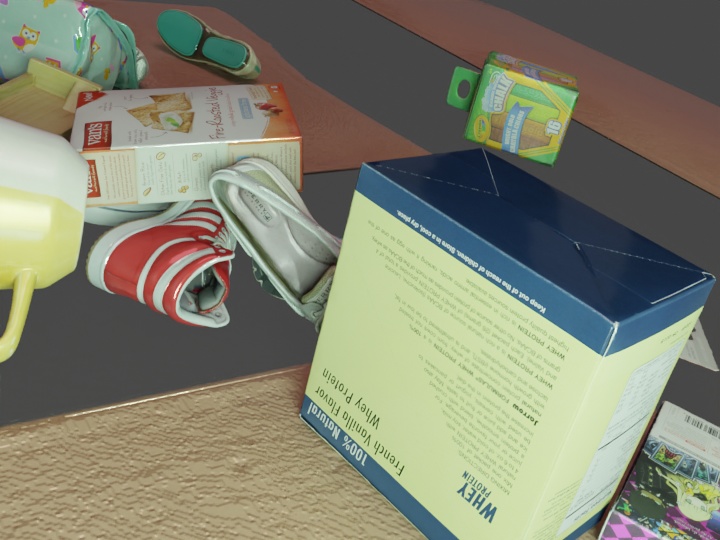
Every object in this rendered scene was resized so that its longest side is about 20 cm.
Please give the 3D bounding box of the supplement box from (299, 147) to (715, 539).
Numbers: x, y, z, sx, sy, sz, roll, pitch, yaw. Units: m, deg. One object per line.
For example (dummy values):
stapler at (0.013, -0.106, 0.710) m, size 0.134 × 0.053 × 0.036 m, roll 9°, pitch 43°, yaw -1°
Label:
supplement box at (0.085, 0.056, 0.561) m, size 0.133 × 0.204 × 0.199 m, roll -13°, pitch 38°, yaw -43°

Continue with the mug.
mug at (-0.286, -0.032, 0.624) m, size 0.150 × 0.192 × 0.149 m, roll 7°, pitch -1°, yaw -22°

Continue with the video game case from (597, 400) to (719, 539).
video game case at (0.288, 0.189, 0.606) m, size 0.197 × 0.037 × 0.180 m, roll 27°, pitch 29°, yaw 21°

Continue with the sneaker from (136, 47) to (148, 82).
sneaker at (-0.378, -0.287, 1.124) m, size 0.196 × 0.072 × 0.080 m, roll 15°, pitch 11°, yaw -9°

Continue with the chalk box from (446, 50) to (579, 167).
chalk box at (0.236, -0.267, 1.347) m, size 0.196 × 0.127 × 0.124 m, roll 17°, pitch 26°, yaw 5°

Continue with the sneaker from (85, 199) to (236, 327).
sneaker at (-0.127, -0.018, 0.731) m, size 0.111 × 0.073 × 0.199 m, roll 23°, pitch 35°, yaw 23°

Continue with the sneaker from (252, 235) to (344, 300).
sneaker at (0.000, 0.000, 0.770) m, size 0.196 × 0.079 × 0.080 m, roll 19°, pitch 18°, yaw 7°

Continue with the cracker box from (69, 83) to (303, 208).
cracker box at (-0.157, -0.118, 0.764) m, size 0.195 × 0.059 × 0.135 m, roll -6°, pitch 33°, yaw -12°

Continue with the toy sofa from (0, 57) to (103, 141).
toy sofa at (-0.320, -0.118, 0.777) m, size 0.081 × 0.099 × 0.201 m, roll 21°, pitch 27°, yaw -1°

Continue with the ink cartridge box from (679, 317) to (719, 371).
ink cartridge box at (0.245, 0.045, 0.851) m, size 0.196 × 0.051 × 0.162 m, roll 22°, pitch 27°, yaw 2°

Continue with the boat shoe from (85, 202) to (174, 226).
boat shoe at (-0.203, -0.088, 0.827) m, size 0.196 × 0.067 × 0.074 m, roll -4°, pitch 32°, yaw -34°

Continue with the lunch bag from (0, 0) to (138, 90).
lunch bag at (-0.359, -0.255, 0.982) m, size 0.167 × 0.125 × 0.200 m, roll 18°, pitch 0°, yaw 3°

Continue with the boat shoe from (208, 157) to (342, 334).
boat shoe at (-0.046, -0.006, 0.689) m, size 0.203 × 0.074 × 0.065 m, roll 51°, pitch 21°, yaw 0°

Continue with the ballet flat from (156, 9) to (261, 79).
ballet flat at (-0.240, -0.350, 1.331) m, size 0.198 × 0.068 × 0.062 m, roll 32°, pitch 3°, yaw 22°
